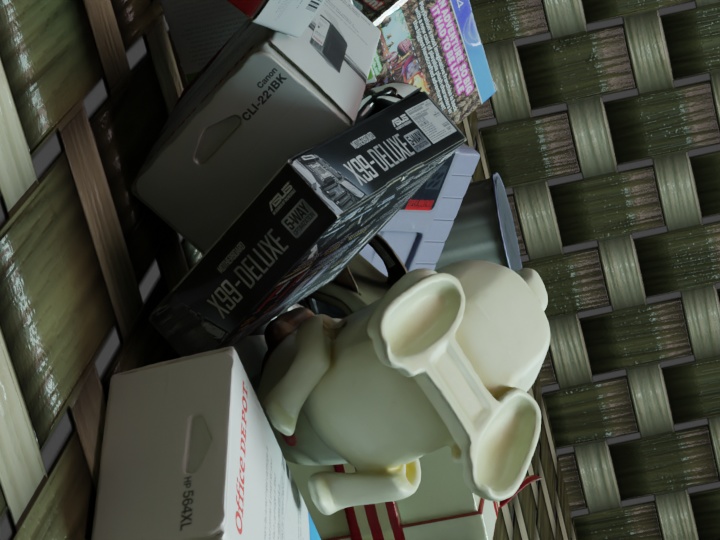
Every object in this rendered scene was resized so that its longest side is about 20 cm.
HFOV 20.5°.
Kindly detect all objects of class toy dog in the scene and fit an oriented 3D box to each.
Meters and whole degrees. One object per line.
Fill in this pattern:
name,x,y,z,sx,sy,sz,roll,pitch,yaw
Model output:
toy dog,0.011,0.062,1.267,0.140,0.199,0.195,49,49,-21

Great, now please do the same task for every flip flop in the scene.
flip flop,0.000,0.000,1.462,0.200,0.080,0.058,38,-58,44

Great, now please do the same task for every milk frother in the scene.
milk frother,0.054,-0.020,1.852,0.201,0.186,0.181,-91,166,-46

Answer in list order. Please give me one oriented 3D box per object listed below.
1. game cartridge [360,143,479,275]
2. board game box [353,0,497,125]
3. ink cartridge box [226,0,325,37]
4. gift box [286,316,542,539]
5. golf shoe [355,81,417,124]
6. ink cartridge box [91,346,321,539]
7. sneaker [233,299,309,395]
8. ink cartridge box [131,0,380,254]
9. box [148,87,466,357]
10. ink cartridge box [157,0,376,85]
game cartridge,0.006,-0.050,1.608,0.199,0.131,0.038,0,33,-46
board game box,-0.005,-0.160,1.614,0.097,0.200,0.160,38,-19,38
ink cartridge box,-0.110,-0.237,1.203,0.199,0.084,0.176,37,8,7
gift box,0.028,0.140,1.535,0.185,0.198,0.189,-52,131,-70
golf shoe,0.021,-0.099,1.489,0.078,0.094,0.200,54,36,-8
ink cartridge box,-0.084,0.169,1.184,0.147,0.083,0.201,-91,164,-47
sneaker,-0.079,0.027,1.398,0.200,0.073,0.089,-68,147,-73
ink cartridge box,-0.068,-0.112,1.372,0.084,0.144,0.200,41,22,-11
box,-0.031,-0.029,1.294,0.050,0.158,0.200,47,32,5
ink cartridge box,-0.080,-0.227,1.474,0.076,0.146,0.201,-88,163,-57
